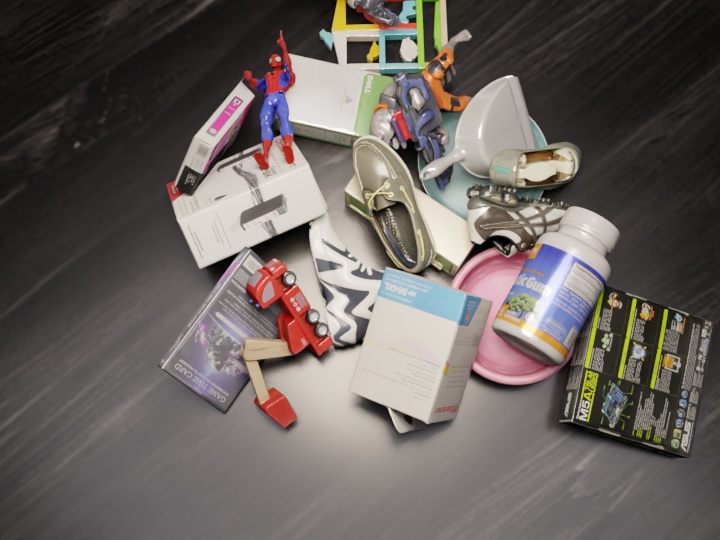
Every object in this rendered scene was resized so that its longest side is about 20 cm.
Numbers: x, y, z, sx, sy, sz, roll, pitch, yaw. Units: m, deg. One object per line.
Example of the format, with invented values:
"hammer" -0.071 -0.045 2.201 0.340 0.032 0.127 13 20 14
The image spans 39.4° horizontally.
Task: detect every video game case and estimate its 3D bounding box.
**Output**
"video game case" -0.177 0.085 1.408 0.019 0.143 0.201 27 77 44

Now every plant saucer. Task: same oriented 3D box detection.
"plant saucer" 0.184 -0.161 1.511 0.198 0.027 0.203 0 78 1
"plant saucer" 0.219 0.066 1.450 0.198 0.051 0.203 0 78 -1

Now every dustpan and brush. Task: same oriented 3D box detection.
"dustpan and brush" 0.163 -0.177 1.434 0.200 0.057 0.141 -37 118 -35

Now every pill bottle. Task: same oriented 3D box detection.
"pill bottle" 0.272 0.019 1.373 0.111 0.112 0.201 29 82 6

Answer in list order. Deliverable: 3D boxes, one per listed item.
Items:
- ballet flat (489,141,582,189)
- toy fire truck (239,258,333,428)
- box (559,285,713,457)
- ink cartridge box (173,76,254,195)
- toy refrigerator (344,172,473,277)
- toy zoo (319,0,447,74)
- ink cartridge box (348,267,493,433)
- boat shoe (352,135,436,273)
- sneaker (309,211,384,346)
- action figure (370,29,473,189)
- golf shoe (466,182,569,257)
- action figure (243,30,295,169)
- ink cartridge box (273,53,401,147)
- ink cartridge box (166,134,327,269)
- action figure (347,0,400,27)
"ballet flat" 0.269 -0.146 1.444 0.198 0.063 0.068 -10 106 -38
"toy fire truck" -0.116 0.101 1.396 0.141 0.049 0.201 -38 114 -15
"box" 0.390 0.142 1.413 0.191 0.048 0.202 16 78 -10
"ink cartridge box" -0.200 -0.198 1.435 0.037 0.095 0.201 28 41 -5
"toy refrigerator" 0.073 -0.075 1.468 0.199 0.076 0.070 34 79 6
"toy zoo" 0.035 -0.369 1.559 0.197 0.020 0.133 -1 77 0
"ink cartridge box" 0.079 0.114 1.368 0.124 0.128 0.202 19 92 24
"boat shoe" 0.042 -0.091 1.390 0.072 0.060 0.203 -25 96 23
"sneaker" 0.000 0.000 1.450 0.128 0.080 0.201 -12 78 -4
"action figure" 0.096 -0.227 1.457 0.192 0.201 0.104 -31 38 -18
"golf shoe" 0.232 -0.062 1.434 0.198 0.078 0.096 10 89 -24
"action figure" -0.127 -0.250 1.410 0.065 0.099 0.202 -11 49 10
"ink cartridge box" -0.025 -0.247 1.512 0.198 0.059 0.105 12 78 -1
"ink cartridge box" -0.163 -0.103 1.432 0.198 0.144 0.084 -23 120 -6
"action figure" -0.015 -0.449 1.498 0.200 0.193 0.105 39 123 22
